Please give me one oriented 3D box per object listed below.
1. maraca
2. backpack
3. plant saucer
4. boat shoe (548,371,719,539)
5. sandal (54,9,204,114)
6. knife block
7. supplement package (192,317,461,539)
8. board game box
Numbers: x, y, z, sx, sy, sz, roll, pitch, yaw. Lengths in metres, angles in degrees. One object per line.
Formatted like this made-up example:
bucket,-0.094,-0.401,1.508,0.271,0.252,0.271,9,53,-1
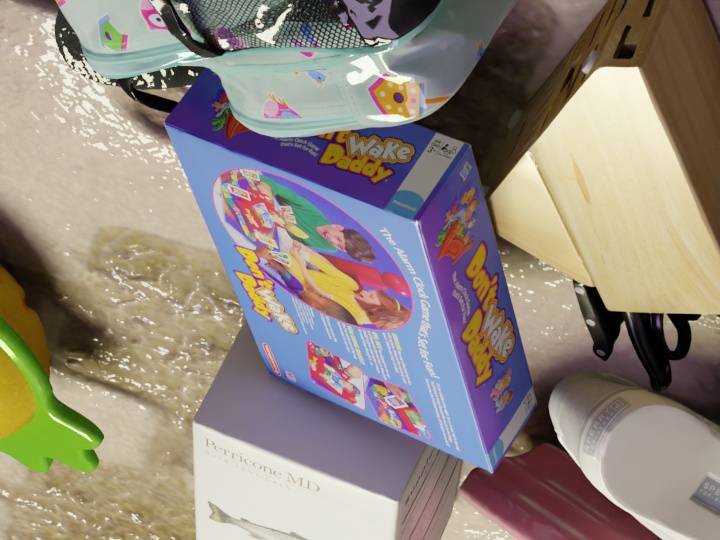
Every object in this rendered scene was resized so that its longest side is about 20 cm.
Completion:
maraca,-0.227,0.052,1.357,0.137,0.107,0.200,-2,139,47
backpack,-0.028,-0.143,0.884,0.199,0.176,0.154,4,138,36
plant saucer,0.145,0.150,1.232,0.200,0.051,0.201,34,179,1
boat shoe,0.162,0.107,1.127,0.199,0.072,0.069,28,-172,-33
sandal,-0.064,-0.102,1.082,0.199,0.048,0.075,0,140,33
knife block,0.147,-0.025,1.035,0.175,0.064,0.200,28,147,-6
supplement package,-0.015,0.106,1.280,0.116,0.118,0.201,20,147,12
board game box,0.000,0.000,1.095,0.134,0.045,0.201,22,153,27
